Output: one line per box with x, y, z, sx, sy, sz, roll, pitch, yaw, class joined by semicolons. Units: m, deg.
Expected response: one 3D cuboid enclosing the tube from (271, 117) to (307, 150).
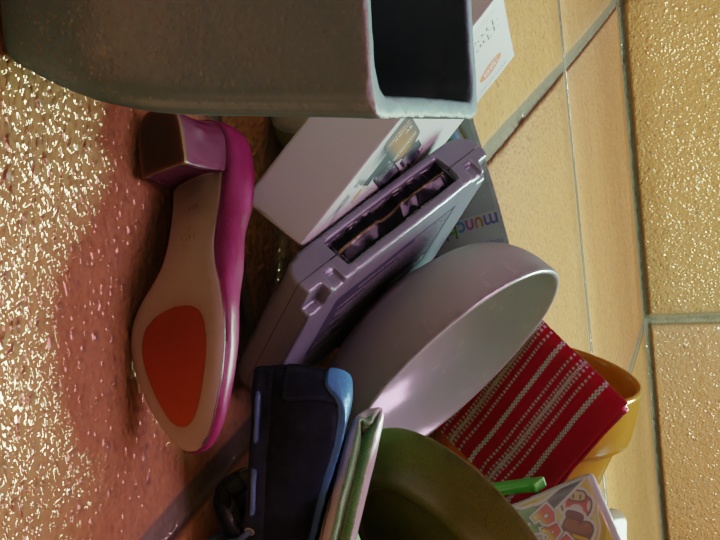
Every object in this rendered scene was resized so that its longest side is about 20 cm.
-0.018;-0.048;1.084;0.058;0.052;0.200;-44;141;-26;tube

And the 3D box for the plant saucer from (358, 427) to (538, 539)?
0.058;0.194;0.938;0.031;0.200;0.201;-34;128;-28;plant saucer

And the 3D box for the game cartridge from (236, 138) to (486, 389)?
0.000;0.000;0.968;0.200;0.041;0.133;-38;161;-41;game cartridge

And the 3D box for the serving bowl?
0.044;0.049;1.012;0.066;0.200;0.200;48;7;20;serving bowl

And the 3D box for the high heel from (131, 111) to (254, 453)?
-0.081;0.007;0.837;0.096;0.067;0.201;20;65;-59;high heel

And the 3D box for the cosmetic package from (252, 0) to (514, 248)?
0.019;-0.097;0.953;0.200;0.052;0.151;-52;171;0;cosmetic package

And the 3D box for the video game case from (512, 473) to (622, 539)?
0.123;0.271;1.035;0.023;0.181;0.201;94;-26;-78;video game case

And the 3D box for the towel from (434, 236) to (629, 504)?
0.096;0.083;1.120;0.022;0.200;0.145;-31;161;-53;towel

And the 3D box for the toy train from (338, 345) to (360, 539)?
-0.001;0.138;1.094;0.056;0.042;0.201;17;69;-31;toy train

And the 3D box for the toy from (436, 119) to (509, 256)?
0.028;-0.093;1.077;0.047;0.115;0.201;-14;89;-54;toy

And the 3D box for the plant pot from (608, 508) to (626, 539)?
0.087;0.288;1.153;0.177;0.199;0.201;18;70;-56;plant pot

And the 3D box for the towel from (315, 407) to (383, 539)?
-0.024;0.187;0.924;0.200;0.023;0.153;109;-5;-59;towel

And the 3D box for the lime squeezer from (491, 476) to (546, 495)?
0.047;0.161;1.117;0.071;0.200;0.038;-46;117;-26;lime squeezer

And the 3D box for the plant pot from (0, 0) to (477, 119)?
-0.065;-0.164;0.704;0.196;0.199;0.197;-19;105;-72;plant pot

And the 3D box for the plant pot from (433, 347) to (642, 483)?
0.148;0.176;1.366;0.200;0.199;0.184;-29;130;-70;plant pot

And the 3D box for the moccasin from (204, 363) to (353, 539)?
-0.057;0.139;0.888;0.081;0.068;0.201;-81;-174;-69;moccasin
